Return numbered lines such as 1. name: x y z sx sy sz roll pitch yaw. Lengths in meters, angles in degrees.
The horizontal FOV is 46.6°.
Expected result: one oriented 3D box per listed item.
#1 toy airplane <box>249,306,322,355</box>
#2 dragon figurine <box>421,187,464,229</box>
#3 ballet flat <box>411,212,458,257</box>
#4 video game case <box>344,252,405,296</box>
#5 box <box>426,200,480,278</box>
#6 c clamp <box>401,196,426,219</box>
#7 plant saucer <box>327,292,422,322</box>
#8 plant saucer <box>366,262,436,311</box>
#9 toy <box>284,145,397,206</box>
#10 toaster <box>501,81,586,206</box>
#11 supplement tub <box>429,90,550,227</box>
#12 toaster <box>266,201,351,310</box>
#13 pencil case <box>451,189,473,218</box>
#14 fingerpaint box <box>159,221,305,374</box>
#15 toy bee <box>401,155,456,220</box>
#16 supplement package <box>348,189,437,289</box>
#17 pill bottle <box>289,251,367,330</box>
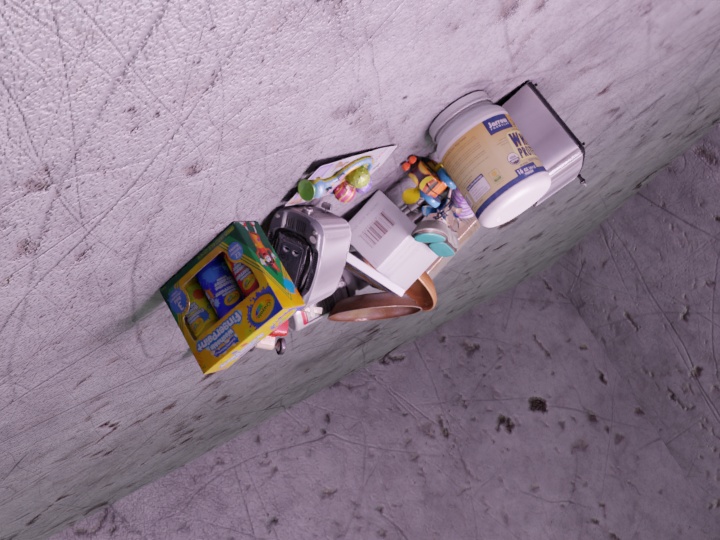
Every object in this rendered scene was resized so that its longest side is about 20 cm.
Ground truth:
1. toy airplane: -0.185 0.053 1.541 0.200 0.197 0.143 -22 130 -68
2. dragon figurine: 0.170 -0.133 1.810 0.059 0.099 0.200 -47 152 -8
3. ballet flat: 0.139 -0.075 1.571 0.066 0.065 0.200 -4 168 18
4. video game case: 0.000 0.000 1.646 0.018 0.142 0.200 -58 -166 -4
5. box: 0.179 -0.066 1.955 0.200 0.095 0.078 -49 163 2
6. c clamp: 0.072 -0.106 1.824 0.199 0.027 0.171 -39 171 19
7. plant saucer: 0.028 0.075 1.733 0.197 0.037 0.201 -6 169 -1
8. plant saucer: 0.093 0.014 1.895 0.038 0.199 0.200 -52 174 -21
9. toy: -0.022 -0.145 1.393 0.199 0.048 0.115 -18 163 -45
10. toaster: 0.336 -0.230 1.590 0.118 0.201 0.181 -36 168 2
11. supplement tub: 0.220 -0.192 1.443 0.143 0.201 0.145 -30 167 -8
12. toaster: -0.094 -0.018 1.440 0.129 0.113 0.202 -19 128 -58
13. pencil case: 0.236 -0.174 1.800 0.200 0.084 0.085 82 27 -76
14. fingerpaint box: -0.214 0.045 1.375 0.199 0.168 0.073 -37 166 25
15. toy bee: 0.131 -0.179 1.561 0.131 0.109 0.200 -47 -171 -2
16. supplement package: 0.061 -0.053 1.664 0.117 0.117 0.200 -46 157 1
17. pill bottle: -0.079 0.038 1.789 0.198 0.111 0.111 -27 166 -20
